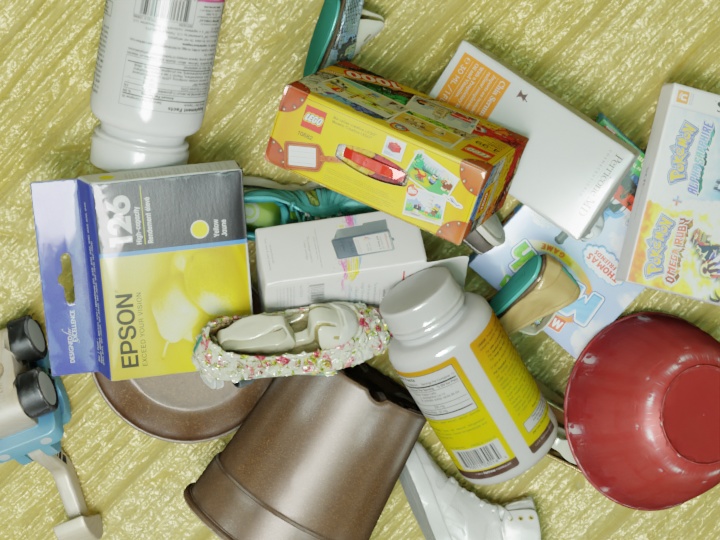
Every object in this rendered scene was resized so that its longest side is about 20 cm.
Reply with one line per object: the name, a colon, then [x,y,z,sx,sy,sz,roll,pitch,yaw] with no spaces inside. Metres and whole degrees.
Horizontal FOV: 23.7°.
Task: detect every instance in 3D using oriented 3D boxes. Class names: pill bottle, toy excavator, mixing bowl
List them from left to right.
toy excavator: [-0.330,0.170,1.768,0.099,0.200,0.195,-22,58,8]
pill bottle: [-0.200,-0.195,1.660,0.113,0.113,0.201,12,104,-1]
pill bottle: [0.099,0.098,1.637,0.109,0.109,0.200,-28,110,9]
mixing bowl: [0.311,0.139,1.685,0.199,0.108,0.201,1,87,-18]

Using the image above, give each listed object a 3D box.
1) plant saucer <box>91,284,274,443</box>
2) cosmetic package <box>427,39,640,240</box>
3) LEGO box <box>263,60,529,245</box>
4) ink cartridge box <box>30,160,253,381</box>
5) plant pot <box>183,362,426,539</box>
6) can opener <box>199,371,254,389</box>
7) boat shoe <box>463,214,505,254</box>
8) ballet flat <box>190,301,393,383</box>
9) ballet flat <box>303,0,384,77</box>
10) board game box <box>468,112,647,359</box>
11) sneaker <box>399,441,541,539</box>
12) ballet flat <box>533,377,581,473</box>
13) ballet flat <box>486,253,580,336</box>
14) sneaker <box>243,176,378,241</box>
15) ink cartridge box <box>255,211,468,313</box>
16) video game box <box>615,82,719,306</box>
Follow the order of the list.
plant saucer: [-0.180,0.078,1.766,0.199,0.037,0.201,0,105,2]
cosmetic package: [0.159,-0.126,1.659,0.200,0.071,0.102,34,102,9]
LEGO box: [0.035,-0.112,1.580,0.199,0.149,0.077,24,112,13]
ink cartridge box: [-0.205,0.004,1.643,0.199,0.047,0.199,-8,107,-13]
plant pot: [-0.042,0.188,1.717,0.200,0.200,0.199,31,95,-5]
can opener: [-0.156,0.024,1.715,0.066,0.053,0.201,-21,107,-27]
boat shoe: [0.059,-0.087,1.697,0.200,0.072,0.060,46,110,-2]
ballet flat: [-0.062,0.063,1.627,0.199,0.076,0.064,-11,147,-11]
ballet flat: [-0.001,-0.266,1.661,0.074,0.074,0.201,15,107,-1]
board game box: [0.229,-0.033,1.721,0.151,0.037,0.200,40,103,-8]
sneaker: [0.120,0.248,1.787,0.115,0.074,0.201,-27,92,-10]
ballet flat: [0.183,0.153,1.747,0.199,0.063,0.069,24,106,-3]
ballet flat: [0.140,0.057,1.707,0.063,0.069,0.200,32,134,-21]
sneaker: [-0.057,-0.049,1.707,0.199,0.080,0.078,0,104,-1]
ink cartridge box: [0.000,0.000,1.685,0.199,0.117,0.068,-8,61,-7]
video game box: [0.360,-0.065,1.674,0.181,0.047,0.201,13,91,-6]
